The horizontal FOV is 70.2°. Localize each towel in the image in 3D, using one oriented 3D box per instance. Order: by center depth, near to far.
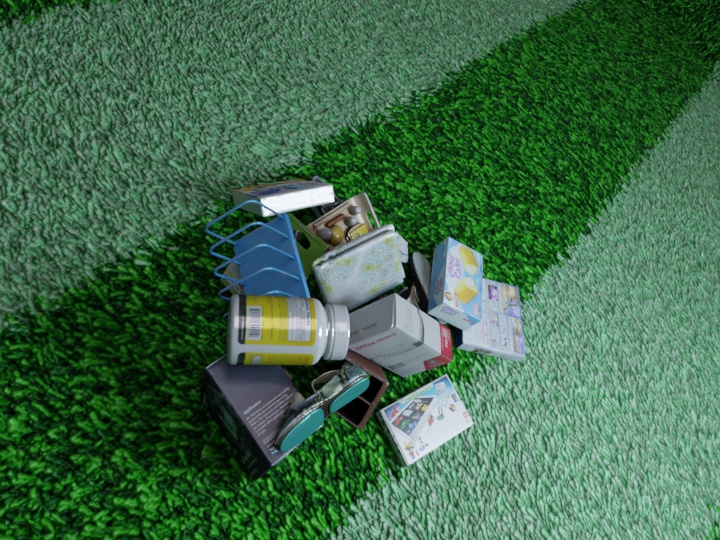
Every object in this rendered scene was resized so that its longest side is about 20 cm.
[{"bbox_3d":[0.000,0.000,1.118,0.198,0.173,0.048,-27,48,-9],"label":"towel"}]

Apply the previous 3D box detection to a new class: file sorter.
[{"bbox_3d":[-0.202,-0.009,0.979,0.122,0.137,0.203,26,42,-61],"label":"file sorter"}]

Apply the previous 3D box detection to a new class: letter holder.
[{"bbox_3d":[-0.034,0.214,1.022,0.141,0.200,0.101,33,87,0],"label":"letter holder"}]

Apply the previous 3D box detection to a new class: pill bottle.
[{"bbox_3d":[-0.124,0.102,0.868,0.196,0.115,0.116,4,61,-17],"label":"pill bottle"}]

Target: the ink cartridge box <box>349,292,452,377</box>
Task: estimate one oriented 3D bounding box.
[{"bbox_3d":[0.084,0.145,1.109,0.199,0.146,0.084,34,45,-36],"label":"ink cartridge box"}]

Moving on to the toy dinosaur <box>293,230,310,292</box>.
[{"bbox_3d":[-0.152,0.000,1.155,0.076,0.102,0.204,-9,71,14],"label":"toy dinosaur"}]

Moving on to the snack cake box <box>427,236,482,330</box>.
[{"bbox_3d":[0.236,0.031,1.260,0.114,0.067,0.203,26,51,-19],"label":"snack cake box"}]

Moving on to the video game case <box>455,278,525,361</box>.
[{"bbox_3d":[0.332,0.121,1.331,0.178,0.046,0.203,13,58,-13],"label":"video game case"}]

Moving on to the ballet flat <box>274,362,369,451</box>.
[{"bbox_3d":[-0.075,0.222,0.862,0.198,0.074,0.075,-29,75,-33],"label":"ballet flat"}]

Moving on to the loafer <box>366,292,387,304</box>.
[{"bbox_3d":[0.028,0.058,1.227,0.062,0.073,0.202,-6,49,-7],"label":"loafer"}]

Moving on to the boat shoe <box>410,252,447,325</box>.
[{"bbox_3d":[0.161,0.052,1.290,0.075,0.060,0.203,7,56,-41],"label":"boat shoe"}]

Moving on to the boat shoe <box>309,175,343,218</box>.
[{"bbox_3d":[-0.074,-0.151,1.298,0.200,0.071,0.072,48,55,4],"label":"boat shoe"}]

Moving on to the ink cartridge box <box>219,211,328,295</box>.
[{"bbox_3d":[-0.184,-0.015,1.082,0.147,0.202,0.075,39,9,29],"label":"ink cartridge box"}]

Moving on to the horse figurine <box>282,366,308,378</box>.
[{"bbox_3d":[-0.131,0.143,1.125,0.199,0.050,0.133,-31,77,-33],"label":"horse figurine"}]

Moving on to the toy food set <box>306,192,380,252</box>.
[{"bbox_3d":[-0.032,-0.080,1.241,0.199,0.060,0.145,-35,109,-30],"label":"toy food set"}]

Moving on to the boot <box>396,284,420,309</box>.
[{"bbox_3d":[0.120,0.092,1.184,0.074,0.200,0.097,-38,90,2],"label":"boot"}]

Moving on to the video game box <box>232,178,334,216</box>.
[{"bbox_3d":[-0.185,-0.175,1.205,0.180,0.199,0.048,-14,110,-30],"label":"video game box"}]

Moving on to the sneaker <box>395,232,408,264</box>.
[{"bbox_3d":[0.069,-0.058,1.250,0.072,0.200,0.072,-5,84,16],"label":"sneaker"}]

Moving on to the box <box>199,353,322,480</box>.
[{"bbox_3d":[-0.192,0.258,0.946,0.117,0.197,0.201,-31,77,-32],"label":"box"}]

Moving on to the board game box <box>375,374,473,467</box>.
[{"bbox_3d":[0.145,0.330,1.143,0.198,0.035,0.128,-19,72,-30],"label":"board game box"}]
